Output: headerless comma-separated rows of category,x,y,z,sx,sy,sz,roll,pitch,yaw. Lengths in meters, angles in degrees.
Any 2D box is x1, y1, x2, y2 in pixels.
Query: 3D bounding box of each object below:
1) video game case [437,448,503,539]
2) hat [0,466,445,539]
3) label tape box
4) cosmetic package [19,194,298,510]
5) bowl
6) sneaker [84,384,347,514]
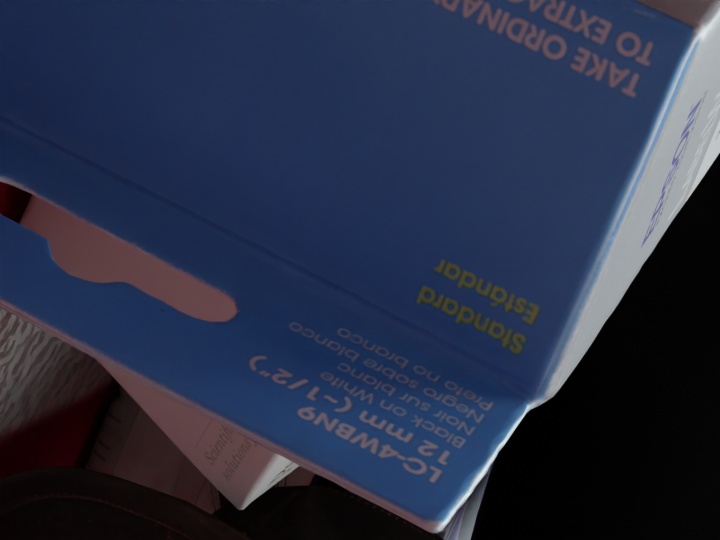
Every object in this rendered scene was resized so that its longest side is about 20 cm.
video game case,0.081,0.027,0.871,0.200,0.023,0.183,17,98,-58
hat,-0.004,0.107,0.673,0.081,0.200,0.201,-41,157,-37
label tape box,-0.001,-0.062,0.476,0.200,0.143,0.066,-49,162,-51
cosmetic package,0.027,-0.047,0.636,0.200,0.085,0.108,-37,167,-38
bowl,0.083,0.052,0.719,0.201,0.039,0.201,-57,-162,30
sneaker,0.000,0.000,0.757,0.201,0.087,0.076,-69,165,16
